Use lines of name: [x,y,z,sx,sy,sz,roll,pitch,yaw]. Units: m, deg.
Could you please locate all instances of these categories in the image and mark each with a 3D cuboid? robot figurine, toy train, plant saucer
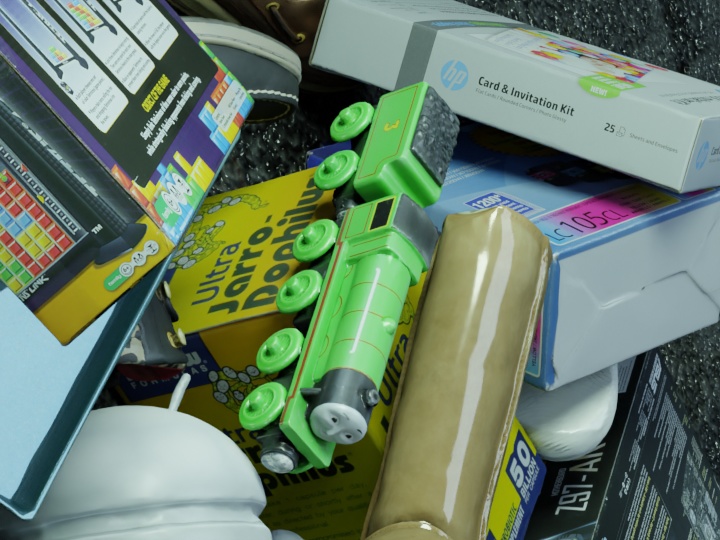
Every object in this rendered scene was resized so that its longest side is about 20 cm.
robot figurine: [-0.086,0.140,0.948,0.169,0.113,0.201,1,75,-41]
toy train: [0.000,0.000,0.997,0.042,0.056,0.200,50,39,-33]
plant saucer: [-0.113,-0.001,0.940,0.070,0.019,0.200,40,54,-21]

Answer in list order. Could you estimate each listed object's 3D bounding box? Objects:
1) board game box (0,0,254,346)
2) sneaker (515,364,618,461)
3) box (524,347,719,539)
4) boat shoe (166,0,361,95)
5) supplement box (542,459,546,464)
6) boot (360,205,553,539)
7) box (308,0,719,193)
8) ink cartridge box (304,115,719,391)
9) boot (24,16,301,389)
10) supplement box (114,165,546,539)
board game box: [-0.122,-0.079,0.848,0.165,0.057,0.200,47,15,-9]
sneaker: [0.085,0.054,1.257,0.200,0.075,0.089,-123,-166,-58]
box: [0.145,0.157,1.280,0.161,0.043,0.200,64,30,-27]
boat shoe: [-0.034,-0.143,1.209,0.200,0.067,0.072,28,54,-53]
supplement box: [0.099,0.127,1.326,0.069,0.066,0.201,41,45,-50]
boot: [0.030,0.066,0.978,0.175,0.066,0.201,91,14,-73]
box: [0.096,-0.090,1.208,0.156,0.199,0.041,-11,120,-64]
ink cartridge box: [0.064,-0.021,1.209,0.136,0.200,0.077,-18,119,-41]
boot: [-0.098,-0.028,1.017,0.200,0.073,0.151,0,75,-46]
supplement box: [-0.013,0.067,1.112,0.200,0.109,0.109,57,34,-29]
